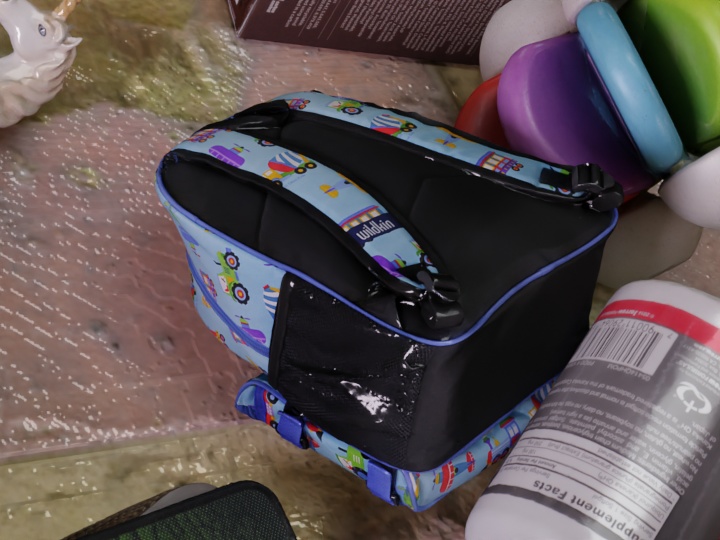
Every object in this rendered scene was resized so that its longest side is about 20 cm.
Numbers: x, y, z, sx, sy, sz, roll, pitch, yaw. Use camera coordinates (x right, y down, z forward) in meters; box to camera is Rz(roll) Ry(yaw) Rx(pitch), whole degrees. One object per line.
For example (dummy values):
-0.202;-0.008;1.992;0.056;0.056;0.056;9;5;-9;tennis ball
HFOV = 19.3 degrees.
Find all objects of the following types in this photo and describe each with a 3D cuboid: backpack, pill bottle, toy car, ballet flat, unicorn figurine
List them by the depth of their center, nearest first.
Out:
-0.136;0.144;0.900;0.200;0.046;0.067;-25;84;-37;ballet flat
0.118;0.112;0.994;0.111;0.111;0.200;35;69;0;pill bottle
-0.216;-0.081;1.029;0.137;0.074;0.200;20;62;-16;unicorn figurine
0.000;0.000;1.035;0.200;0.135;0.183;26;38;26;backpack
0.125;-0.082;1.141;0.150;0.200;0.175;-20;80;-36;toy car

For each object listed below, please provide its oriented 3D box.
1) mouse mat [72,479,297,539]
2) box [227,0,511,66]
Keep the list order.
-0.062;0.197;0.885;0.161;0.008;0.200;-17;78;-38;mouse mat
0.017;-0.185;1.249;0.200;0.075;0.100;3;52;-27;box
